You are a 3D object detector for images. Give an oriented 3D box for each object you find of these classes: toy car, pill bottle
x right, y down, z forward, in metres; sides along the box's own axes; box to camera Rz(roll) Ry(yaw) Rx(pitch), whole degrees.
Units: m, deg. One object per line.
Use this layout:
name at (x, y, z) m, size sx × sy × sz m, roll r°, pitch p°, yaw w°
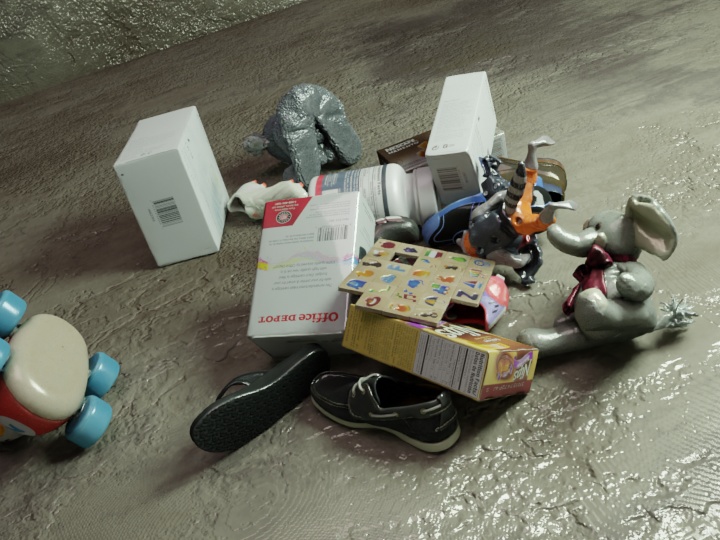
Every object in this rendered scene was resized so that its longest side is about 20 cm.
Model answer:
toy car at (-0.452, 0.172, 0.941) m, size 0.200 × 0.184 × 0.178 m, roll -42°, pitch 30°, yaw 13°
pill bottle at (0.025, -0.102, 1.140) m, size 0.195 × 0.121 × 0.121 m, roll -7°, pitch 33°, yaw 12°

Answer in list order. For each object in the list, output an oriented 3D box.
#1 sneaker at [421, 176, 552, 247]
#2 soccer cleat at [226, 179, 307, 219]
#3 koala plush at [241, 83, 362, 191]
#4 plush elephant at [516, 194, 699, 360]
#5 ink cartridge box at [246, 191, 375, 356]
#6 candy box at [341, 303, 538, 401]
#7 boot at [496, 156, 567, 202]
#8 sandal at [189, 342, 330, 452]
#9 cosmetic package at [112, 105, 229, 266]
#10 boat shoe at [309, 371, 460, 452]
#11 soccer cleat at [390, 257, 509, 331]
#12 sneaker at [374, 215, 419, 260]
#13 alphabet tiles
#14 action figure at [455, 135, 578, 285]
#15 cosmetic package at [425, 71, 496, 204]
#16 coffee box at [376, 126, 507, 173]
sneaker at (0.186, -0.067, 1.063) m, size 0.197 × 0.070 × 0.079 m, roll -23°, pitch 61°, yaw 18°
soccer cleat at (-0.164, -0.121, 1.309) m, size 0.198 × 0.070 × 0.078 m, roll 10°, pitch 45°, yaw 46°
koala plush at (-0.130, -0.272, 1.436) m, size 0.176 × 0.187 × 0.198 m, roll -34°, pitch 25°, yaw -28°
plush elephant at (0.278, -0.002, 0.827) m, size 0.195 × 0.165 × 0.158 m, roll -7°, pitch 71°, yaw -14°
ink cartridge box at (-0.063, 0.007, 0.973) m, size 0.142 × 0.083 × 0.204 m, roll -4°, pitch 64°, yaw 18°
candy box at (0.089, 0.089, 0.833) m, size 0.198 × 0.058 × 0.116 m, roll 18°, pitch 8°, yaw 39°
boot at (0.225, -0.127, 1.130) m, size 0.195 × 0.076 × 0.098 m, roll -7°, pitch 30°, yaw 11°
sandal at (-0.123, 0.151, 0.872) m, size 0.198 × 0.077 × 0.048 m, roll -28°, pitch 39°, yaw -35°
cosmetic package at (-0.329, -0.155, 1.300) m, size 0.120 × 0.202 × 0.201 m, roll -14°, pitch 32°, yaw 4°
boat shoe at (0.021, 0.142, 0.825) m, size 0.197 × 0.069 × 0.072 m, roll 9°, pitch 41°, yaw 36°
soccer cleat at (0.101, 0.031, 0.961) m, size 0.197 × 0.068 × 0.077 m, roll 10°, pitch 45°, yaw 31°
sneaker at (0.000, 0.000, 1.055) m, size 0.196 × 0.076 × 0.117 m, roll -21°, pitch 38°, yaw 10°
alphabet tiles at (0.071, 0.012, 0.891) m, size 0.164 × 0.008 × 0.200 m, roll 12°, pitch 27°, yaw 16°
action figure at (0.187, -0.091, 0.962) m, size 0.103 × 0.194 × 0.203 m, roll -2°, pitch 57°, yaw -32°
cosmetic package at (0.161, -0.208, 1.123) m, size 0.073 × 0.103 × 0.203 m, roll -2°, pitch 48°, yaw 24°
coffee box at (0.142, -0.188, 1.253) m, size 0.196 × 0.081 × 0.115 m, roll -22°, pitch 33°, yaw -9°
